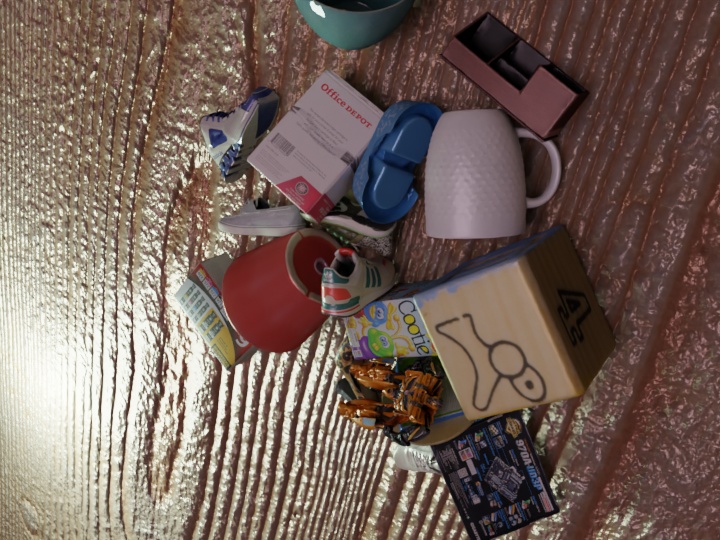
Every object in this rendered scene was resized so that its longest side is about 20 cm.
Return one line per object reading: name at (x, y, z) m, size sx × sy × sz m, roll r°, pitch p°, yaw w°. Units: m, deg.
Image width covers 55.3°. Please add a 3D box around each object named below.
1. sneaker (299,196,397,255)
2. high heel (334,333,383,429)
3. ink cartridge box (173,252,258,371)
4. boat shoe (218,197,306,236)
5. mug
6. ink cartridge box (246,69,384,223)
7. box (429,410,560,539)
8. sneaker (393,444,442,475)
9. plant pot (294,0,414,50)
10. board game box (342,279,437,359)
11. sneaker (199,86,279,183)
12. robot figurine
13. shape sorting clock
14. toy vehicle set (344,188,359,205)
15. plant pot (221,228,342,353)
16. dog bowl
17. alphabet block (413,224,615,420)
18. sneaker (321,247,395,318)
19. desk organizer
sneaker at (-0.024, -0.070, 1.179) m, size 0.199 × 0.077 × 0.089 m, roll 19°, pitch 134°, yaw 34°
high heel at (0.020, 0.200, 1.263) m, size 0.142 × 0.071 × 0.201 m, roll 36°, pitch 140°, yaw 27°
ink cartridge box at (-0.291, 0.098, 1.443) m, size 0.200 × 0.084 × 0.176 m, roll 52°, pitch 127°, yaw 8°
boat shoe at (-0.189, -0.105, 1.319) m, size 0.199 × 0.070 × 0.072 m, roll 4°, pitch 98°, yaw 30°
mug at (0.191, -0.143, 1.001) m, size 0.198 × 0.148 × 0.177 m, roll -2°, pitch 99°, yaw 4°
ink cartridge box at (-0.061, -0.202, 1.121) m, size 0.146 × 0.085 × 0.200 m, roll 42°, pitch 92°, yaw 15°
box at (0.219, 0.334, 1.133) m, size 0.158 × 0.046 × 0.201 m, roll -24°, pitch 99°, yaw 2°
sneaker at (0.131, 0.331, 1.233) m, size 0.199 × 0.081 × 0.076 m, roll -21°, pitch 96°, yaw 39°
plant pot at (-0.012, -0.412, 1.025) m, size 0.200 × 0.200 × 0.135 m, roll 44°, pitch 160°, yaw 14°
board game box at (0.083, 0.082, 1.164) m, size 0.199 × 0.105 × 0.104 m, roll -9°, pitch 102°, yaw 37°
sneaker at (-0.242, -0.271, 1.283) m, size 0.115 × 0.080 × 0.200 m, roll 45°, pitch 127°, yaw 11°
robot figurine at (0.051, 0.203, 1.106) m, size 0.199 × 0.058 × 0.146 m, roll -7°, pitch 58°, yaw 50°
shape sorting clock at (0.124, 0.197, 1.139) m, size 0.199 × 0.201 × 0.039 m, roll 1°, pitch 143°, yaw 35°
toy vehicle set at (-0.037, -0.170, 1.208) m, size 0.199 × 0.026 × 0.125 m, roll 32°, pitch 122°, yaw 22°
plant pot at (-0.119, 0.025, 1.218) m, size 0.177 × 0.200 × 0.201 m, roll -32°, pitch 87°, yaw 44°
dog bowl at (0.056, -0.174, 1.079) m, size 0.050 × 0.111 × 0.201 m, roll 43°, pitch 113°, yaw 45°
alphabet block at (0.227, 0.074, 1.003) m, size 0.195 × 0.196 × 0.201 m, roll -22°, pitch 93°, yaw 39°
sneaker at (-0.001, 0.000, 1.130) m, size 0.070 × 0.200 × 0.094 m, roll 9°, pitch 116°, yaw 30°
desk organizer at (0.216, -0.276, 0.968) m, size 0.200 × 0.072 × 0.077 m, roll 44°, pitch 123°, yaw 14°
